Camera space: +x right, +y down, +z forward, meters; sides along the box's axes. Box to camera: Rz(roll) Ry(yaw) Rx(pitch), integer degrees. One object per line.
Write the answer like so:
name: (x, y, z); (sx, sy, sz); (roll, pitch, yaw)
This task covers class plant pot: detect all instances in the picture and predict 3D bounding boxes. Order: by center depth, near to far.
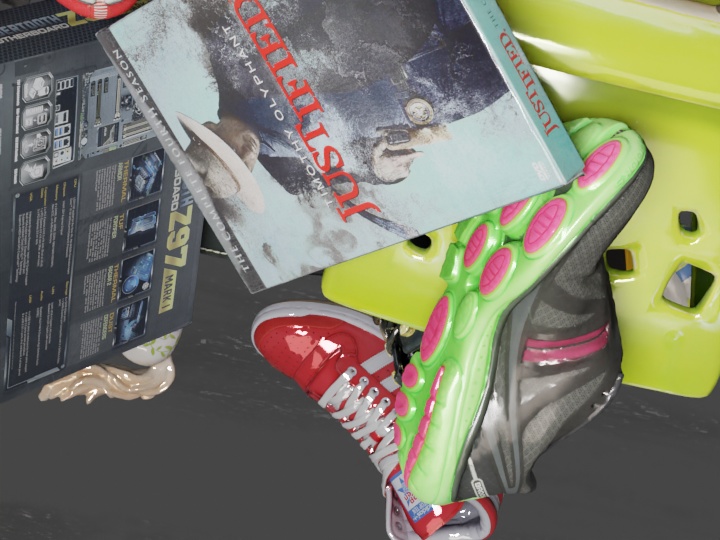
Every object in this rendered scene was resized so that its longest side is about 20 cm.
plant pot: (0.105, -0.085, 0.782); (0.199, 0.200, 0.182); (14, 127, 2)

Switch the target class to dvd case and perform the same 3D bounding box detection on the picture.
dvd case: (-0.016, -0.074, 0.686); (0.200, 0.022, 0.146); (-17, 107, 46)

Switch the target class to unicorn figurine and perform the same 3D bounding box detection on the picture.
unicorn figurine: (-0.133, -0.011, 0.984); (0.137, 0.074, 0.200); (10, 116, -5)

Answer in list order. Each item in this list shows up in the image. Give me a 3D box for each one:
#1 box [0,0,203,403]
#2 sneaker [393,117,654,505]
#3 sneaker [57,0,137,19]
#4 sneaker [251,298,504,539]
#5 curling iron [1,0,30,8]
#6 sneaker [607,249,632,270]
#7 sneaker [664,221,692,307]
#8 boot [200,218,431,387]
box: (-0.148, -0.039, 0.815); (0.051, 0.158, 0.200); (35, 130, 32)
sneaker: (0.079, 0.019, 0.707); (0.084, 0.077, 0.200); (10, 123, -22)
sneaker: (-0.149, -0.176, 0.785); (0.077, 0.200, 0.085); (-19, 139, -20)
sneaker: (0.012, 0.102, 1.030); (0.200, 0.113, 0.071); (28, 132, -12)
curling iron: (-0.250, -0.197, 0.850); (0.026, 0.050, 0.200); (-37, 136, 11)
sneaker: (0.125, 0.049, 0.968); (0.070, 0.090, 0.200); (21, 134, -5)
sneaker: (0.249, 0.005, 0.911); (0.200, 0.076, 0.105); (29, 124, -33)
boot: (0.001, -0.001, 0.878); (0.203, 0.154, 0.074); (1, 128, -13)
